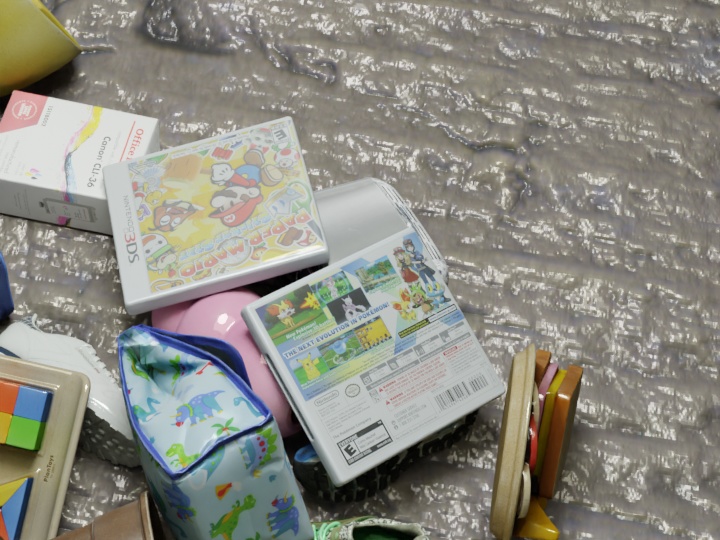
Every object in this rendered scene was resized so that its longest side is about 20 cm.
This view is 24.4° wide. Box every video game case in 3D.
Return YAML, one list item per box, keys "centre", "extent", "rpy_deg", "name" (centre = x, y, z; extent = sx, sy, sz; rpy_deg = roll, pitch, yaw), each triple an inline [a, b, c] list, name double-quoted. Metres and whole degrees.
- centre: [-0.143, -0.056, 1.615]
  extent: [0.198, 0.023, 0.183]
  rpy_deg: [-15, 52, -2]
  name: "video game case"
- centre: [0.014, 0.076, 1.536]
  extent: [0.199, 0.022, 0.183]
  rpy_deg: [-26, 81, -29]
  name: "video game case"

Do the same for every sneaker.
- centre: [-0.266, 0.110, 1.581]
  extent: [0.199, 0.077, 0.081]
  rpy_deg: [32, 50, 14]
  name: "sneaker"
- centre: [-0.026, 0.245, 1.495]
  extent: [0.198, 0.089, 0.077]
  rpy_deg: [-3, 56, -6]
  name: "sneaker"
- centre: [0.015, 0.149, 1.583]
  extent: [0.199, 0.079, 0.090]
  rpy_deg: [-24, 51, -29]
  name: "sneaker"

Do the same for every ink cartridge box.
- centre: [-0.278, -0.107, 1.724]
  extent: [0.198, 0.068, 0.117]
  rpy_deg: [11, 56, 3]
  name: "ink cartridge box"

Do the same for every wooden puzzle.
- centre: [-0.358, 0.164, 1.504]
  extent: [0.198, 0.046, 0.187]
  rpy_deg: [12, 85, 6]
  name: "wooden puzzle"

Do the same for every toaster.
- centre: [0.000, 0.000, 1.648]
  extent: [0.128, 0.114, 0.200]
  rpy_deg: [-22, 57, -21]
  name: "toaster"

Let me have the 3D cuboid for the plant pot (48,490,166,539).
- centre: [-0.246, 0.308, 1.384]
  extent: [0.197, 0.201, 0.201]
  rpy_deg: [-16, 58, -6]
  name: "plant pot"

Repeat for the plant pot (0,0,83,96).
- centre: [-0.413, -0.256, 1.761]
  extent: [0.142, 0.200, 0.200]
  rpy_deg: [-44, 67, 1]
  name: "plant pot"

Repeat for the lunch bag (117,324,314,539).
- centre: [-0.139, 0.157, 1.461]
  extent: [0.127, 0.171, 0.200]
  rpy_deg: [-30, 39, -19]
  name: "lunch bag"

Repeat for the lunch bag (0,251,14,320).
- centre: [-0.433, -0.002, 1.601]
  extent: [0.132, 0.136, 0.200]
  rpy_deg: [-33, 65, -23]
  name: "lunch bag"

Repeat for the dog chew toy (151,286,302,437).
- centre: [-0.120, 0.072, 1.590]
  extent: [0.199, 0.125, 0.124]
  rpy_deg: [34, 60, 26]
  name: "dog chew toy"

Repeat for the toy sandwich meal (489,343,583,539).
- centre: [0.163, 0.160, 1.514]
  extent: [0.070, 0.206, 0.206]
  rpy_deg: [8, 56, 4]
  name: "toy sandwich meal"
